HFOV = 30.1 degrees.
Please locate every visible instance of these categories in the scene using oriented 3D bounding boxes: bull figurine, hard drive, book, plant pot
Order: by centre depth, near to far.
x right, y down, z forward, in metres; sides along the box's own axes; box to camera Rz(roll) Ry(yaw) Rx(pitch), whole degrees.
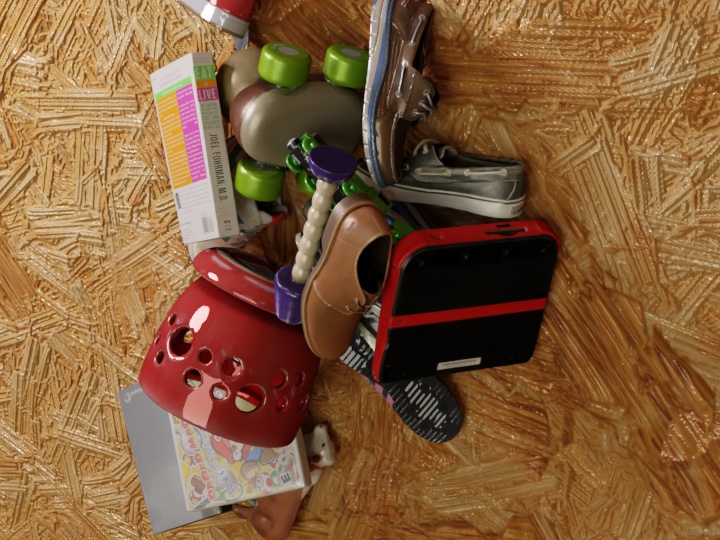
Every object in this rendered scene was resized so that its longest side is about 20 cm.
[{"bbox_3d":[-0.183,-0.134,1.504,0.133,0.048,0.201,176,85,-67],"label":"book"},{"bbox_3d":[-0.134,0.084,1.558,0.200,0.200,0.183,28,98,18],"label":"plant pot"},{"bbox_3d":[-0.107,0.264,1.726,0.121,0.065,0.201,35,123,18],"label":"bull figurine"},{"bbox_3d":[-0.247,0.237,1.779,0.139,0.033,0.201,-24,77,38],"label":"hard drive"}]

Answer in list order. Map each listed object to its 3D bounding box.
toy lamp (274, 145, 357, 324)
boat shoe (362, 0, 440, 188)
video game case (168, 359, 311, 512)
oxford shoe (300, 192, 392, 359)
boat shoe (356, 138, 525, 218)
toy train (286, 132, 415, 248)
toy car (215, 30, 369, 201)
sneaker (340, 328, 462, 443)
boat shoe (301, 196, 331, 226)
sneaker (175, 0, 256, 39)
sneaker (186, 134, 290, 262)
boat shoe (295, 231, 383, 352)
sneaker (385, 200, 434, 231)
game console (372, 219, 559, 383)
[{"bbox_3d":[-0.050,-0.030,1.390,0.058,0.058,0.201,30,127,17],"label":"toy lamp"},{"bbox_3d":[0.044,-0.186,1.400,0.072,0.072,0.201,2,92,13],"label":"boat shoe"},{"bbox_3d":[-0.160,0.190,1.689,0.181,0.023,0.201,-16,82,26],"label":"video game case"},{"bbox_3d":[-0.012,0.023,1.374,0.071,0.071,0.201,48,139,38],"label":"oxford shoe"},{"bbox_3d":[0.083,-0.109,1.444,0.199,0.071,0.064,11,117,19],"label":"boat shoe"},{"bbox_3d":[0.001,-0.070,1.413,0.200,0.056,0.042,47,127,-3],"label":"toy train"},{"bbox_3d":[-0.099,-0.198,1.499,0.200,0.157,0.165,45,129,43],"label":"toy car"},{"bbox_3d":[0.045,0.118,1.576,0.070,0.082,0.200,-40,107,7],"label":"sneaker"},{"bbox_3d":[0.000,0.000,1.538,0.200,0.076,0.072,48,129,6],"label":"boat shoe"},{"bbox_3d":[-0.171,-0.347,1.490,0.200,0.071,0.113,38,106,34],"label":"sneaker"},{"bbox_3d":[-0.140,-0.062,1.595,0.093,0.070,0.201,34,122,21],"label":"sneaker"},{"bbox_3d":[0.009,0.024,1.471,0.068,0.072,0.200,-42,89,16],"label":"boat shoe"},{"bbox_3d":[0.067,-0.007,1.487,0.200,0.082,0.074,39,124,9],"label":"sneaker"},{"bbox_3d":[0.112,0.033,1.424,0.031,0.199,0.178,-126,38,-49],"label":"game console"}]
